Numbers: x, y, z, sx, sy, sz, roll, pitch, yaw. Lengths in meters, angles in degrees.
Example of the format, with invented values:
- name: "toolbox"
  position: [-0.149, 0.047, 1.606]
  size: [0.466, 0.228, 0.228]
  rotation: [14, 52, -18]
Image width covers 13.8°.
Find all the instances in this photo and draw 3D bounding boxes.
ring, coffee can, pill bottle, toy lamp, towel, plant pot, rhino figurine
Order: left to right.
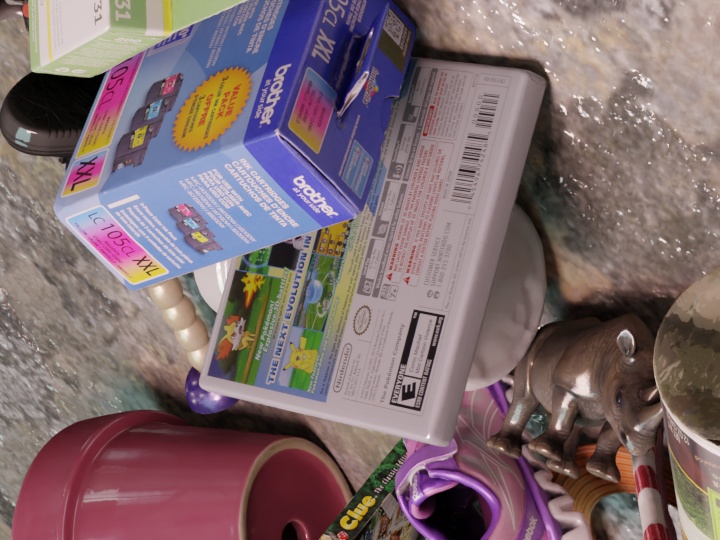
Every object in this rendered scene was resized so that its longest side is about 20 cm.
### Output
- name: "toy lamp"
  position: [-0.130, 0.001, 1.911]
  size: [0.058, 0.058, 0.201]
  rotation: [10, 140, 44]
- name: "plant pot"
  position: [-0.106, 0.186, 2.005]
  size: [0.178, 0.200, 0.201]
  rotation: [-12, 121, 37]
- name: "pill bottle"
  position: [0.000, 0.000, 1.691]
  size: [0.199, 0.112, 0.113]
  rotation: [11, 138, 44]
- name: "rhino figurine"
  position: [0.129, 0.065, 1.612]
  size: [0.059, 0.088, 0.200]
  rotation: [22, 173, -14]
- name: "towel"
  position: [0.170, 0.175, 1.625]
  size: [0.023, 0.200, 0.145]
  rotation: [-10, 123, 6]
- name: "ring"
  position: [0.195, 0.176, 1.777]
  size: [0.200, 0.019, 0.201]
  rotation: [31, 149, 21]
- name: "coffee can"
  position: [0.231, 0.107, 1.512]
  size: [0.146, 0.146, 0.201]
  rotation: [22, 144, 32]

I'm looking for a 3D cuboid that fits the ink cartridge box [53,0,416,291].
- name: "ink cartridge box"
  position: [-0.054, -0.084, 1.582]
  size: [0.199, 0.137, 0.076]
  rotation: [-16, 133, 36]

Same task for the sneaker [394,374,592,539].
- name: "sneaker"
  position: [0.054, 0.108, 1.728]
  size: [0.081, 0.088, 0.201]
  rotation: [-54, 54, 38]

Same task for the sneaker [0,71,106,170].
- name: "sneaker"
  position: [-0.147, -0.076, 1.722]
  size: [0.060, 0.199, 0.105]
  rotation: [38, 126, 17]

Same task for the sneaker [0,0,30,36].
- name: "sneaker"
  position: [-0.148, -0.151, 1.696]
  size: [0.199, 0.082, 0.077]
  rotation: [12, 146, 46]

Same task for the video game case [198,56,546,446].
- name: "video game case"
  position: [0.004, -0.018, 1.601]
  size: [0.182, 0.201, 0.022]
  rotation: [10, 173, 44]

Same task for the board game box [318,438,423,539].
- name: "board game box"
  position: [0.006, 0.205, 1.957]
  size: [0.023, 0.105, 0.201]
  rotation: [26, 146, 19]

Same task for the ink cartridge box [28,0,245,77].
- name: "ink cartridge box"
  position: [-0.117, -0.194, 1.566]
  size: [0.200, 0.048, 0.147]
  rotation: [-18, 73, 59]
